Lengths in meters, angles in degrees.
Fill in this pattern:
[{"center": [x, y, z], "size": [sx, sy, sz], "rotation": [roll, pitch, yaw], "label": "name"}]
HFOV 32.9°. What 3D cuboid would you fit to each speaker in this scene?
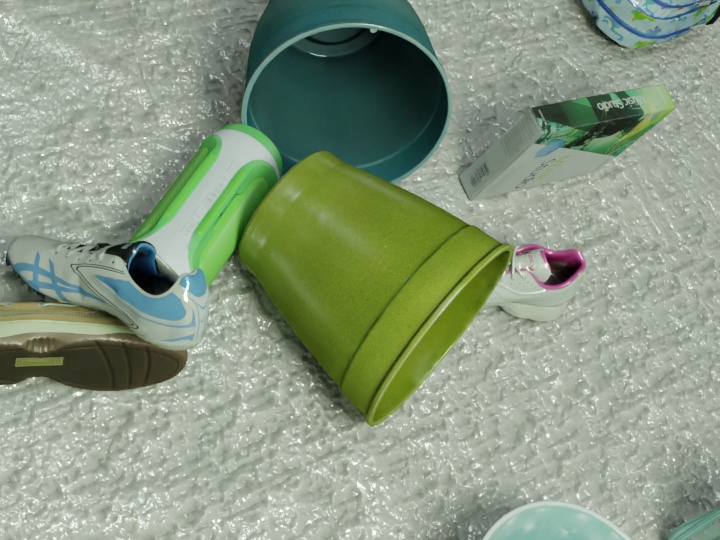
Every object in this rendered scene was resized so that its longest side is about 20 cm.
[{"center": [-0.145, -0.043, 1.094], "size": [0.088, 0.089, 0.201], "rotation": [34, 51, -5], "label": "speaker"}]

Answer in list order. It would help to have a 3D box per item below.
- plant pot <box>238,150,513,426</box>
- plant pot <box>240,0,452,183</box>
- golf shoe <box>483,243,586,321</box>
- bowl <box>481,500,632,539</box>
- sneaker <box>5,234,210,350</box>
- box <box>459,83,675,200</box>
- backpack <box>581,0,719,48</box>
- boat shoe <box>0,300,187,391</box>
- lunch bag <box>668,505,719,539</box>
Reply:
[{"center": [0.000, 0.000, 1.092], "size": [0.192, 0.201, 0.200], "rotation": [39, 51, 12], "label": "plant pot"}, {"center": [-0.023, -0.211, 1.204], "size": [0.198, 0.201, 0.189], "rotation": [12, 42, -20], "label": "plant pot"}, {"center": [0.133, 0.001, 1.210], "size": [0.198, 0.092, 0.076], "rotation": [2, 61, -25], "label": "golf shoe"}, {"center": [0.154, 0.306, 1.026], "size": [0.199, 0.105, 0.202], "rotation": [13, 57, -21], "label": "bowl"}, {"center": [-0.201, 0.001, 0.977], "size": [0.199, 0.073, 0.072], "rotation": [19, 16, 26], "label": "sneaker"}, {"center": [0.221, -0.137, 1.305], "size": [0.199, 0.144, 0.037], "rotation": [-16, 74, -33], "label": "box"}, {"center": [0.365, -0.361, 1.533], "size": [0.199, 0.154, 0.164], "rotation": [-29, 84, -24], "label": "backpack"}, {"center": [-0.241, 0.049, 1.005], "size": [0.198, 0.072, 0.077], "rotation": [7, 43, -26], "label": "boat shoe"}, {"center": [0.389, 0.240, 1.128], "size": [0.159, 0.200, 0.078], "rotation": [2, 59, -24], "label": "lunch bag"}]
